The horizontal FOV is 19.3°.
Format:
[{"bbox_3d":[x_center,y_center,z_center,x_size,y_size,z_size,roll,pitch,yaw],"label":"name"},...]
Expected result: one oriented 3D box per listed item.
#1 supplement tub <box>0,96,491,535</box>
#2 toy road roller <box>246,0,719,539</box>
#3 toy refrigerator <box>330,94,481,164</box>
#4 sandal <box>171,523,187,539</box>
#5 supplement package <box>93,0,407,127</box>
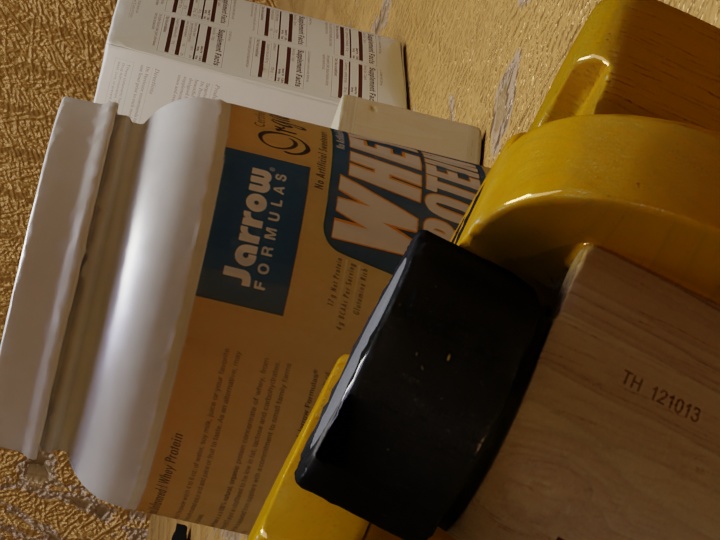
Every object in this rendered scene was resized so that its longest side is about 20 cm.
[{"bbox_3d":[-0.020,0.022,0.741,0.145,0.199,0.146,-167,90,-82],"label":"supplement tub"},{"bbox_3d":[0.057,0.033,0.488,0.146,0.122,0.200,-64,1,-30],"label":"toy road roller"},{"bbox_3d":[0.000,0.000,1.122,0.200,0.075,0.070,111,169,-50],"label":"toy refrigerator"},{"bbox_3d":[-0.214,0.331,2.297,0.200,0.045,0.076,-104,28,-74],"label":"sandal"},{"bbox_3d":[-0.088,-0.071,1.436,0.147,0.199,0.192,-90,16,-63],"label":"supplement package"}]
